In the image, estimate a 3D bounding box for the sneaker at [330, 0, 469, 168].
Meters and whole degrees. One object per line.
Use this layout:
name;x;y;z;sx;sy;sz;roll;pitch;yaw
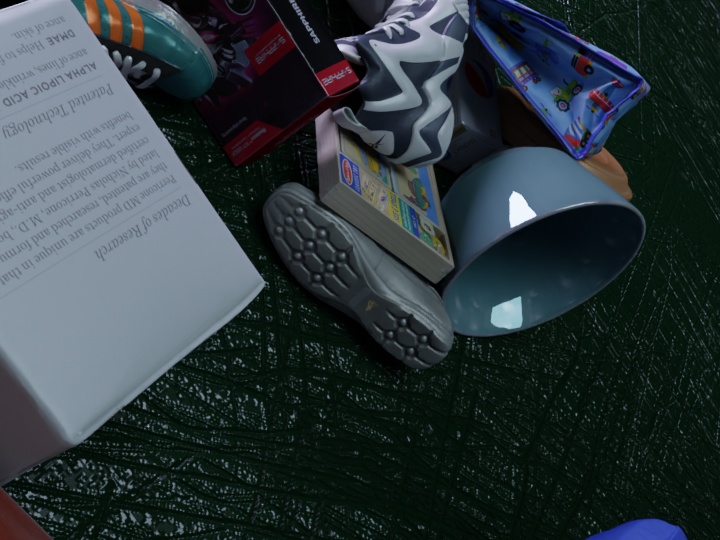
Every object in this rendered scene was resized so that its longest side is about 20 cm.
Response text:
sneaker;0.018;-0.196;0.822;0.129;0.079;0.201;16;79;-36

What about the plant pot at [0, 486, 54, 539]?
plant pot;-0.238;0.132;0.411;0.196;0.200;0.201;50;42;-25

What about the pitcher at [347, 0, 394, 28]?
pitcher;0.014;-0.303;0.915;0.200;0.120;0.172;54;45;-41

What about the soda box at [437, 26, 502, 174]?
soda box;0.096;-0.207;1.006;0.063;0.068;0.201;21;55;-37

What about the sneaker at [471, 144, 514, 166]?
sneaker;0.194;-0.047;1.025;0.199;0.078;0.100;23;60;-24

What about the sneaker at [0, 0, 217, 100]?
sneaker;-0.197;-0.172;0.700;0.199;0.071;0.080;33;62;-30

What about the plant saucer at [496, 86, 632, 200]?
plant saucer;0.213;-0.139;1.046;0.199;0.032;0.201;30;22;-14

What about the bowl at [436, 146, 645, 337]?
bowl;0.146;-0.037;0.889;0.200;0.201;0.106;8;48;-42

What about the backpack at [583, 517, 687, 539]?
backpack;0.188;0.294;0.734;0.162;0.200;0.169;-8;65;-44

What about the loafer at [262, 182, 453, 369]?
loafer;0.000;0.000;0.806;0.200;0.070;0.070;46;26;-16

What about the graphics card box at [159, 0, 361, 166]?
graphics card box;-0.102;-0.196;0.758;0.051;0.125;0.201;-36;97;-48

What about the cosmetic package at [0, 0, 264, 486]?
cosmetic package;-0.198;-0.007;0.531;0.201;0.164;0.165;56;41;-8

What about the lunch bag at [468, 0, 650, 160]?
lunch bag;0.173;-0.205;0.941;0.200;0.094;0.150;41;18;9

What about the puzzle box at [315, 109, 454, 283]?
puzzle box;0.017;-0.091;0.849;0.133;0.025;0.201;34;29;-28
